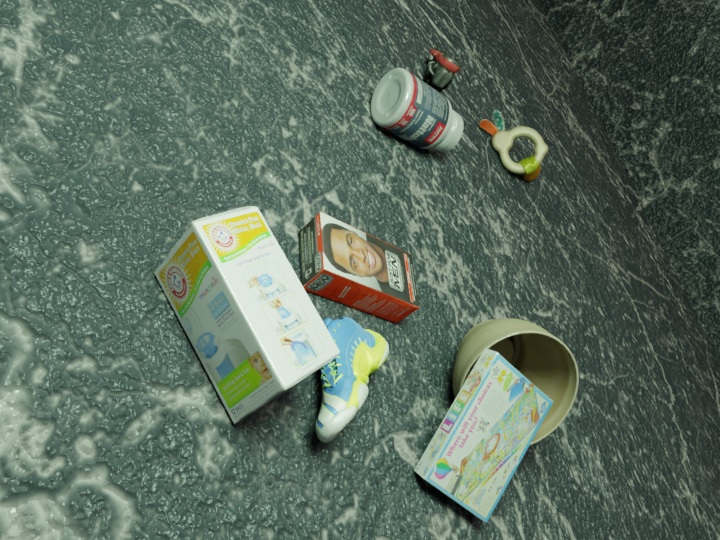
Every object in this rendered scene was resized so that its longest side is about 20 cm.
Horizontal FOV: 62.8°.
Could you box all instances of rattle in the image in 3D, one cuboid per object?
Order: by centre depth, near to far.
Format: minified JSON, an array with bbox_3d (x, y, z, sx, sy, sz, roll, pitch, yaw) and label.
[{"bbox_3d":[0.426,-0.351,1.658,0.197,0.133,0.142,34,22,16],"label":"rattle"}]

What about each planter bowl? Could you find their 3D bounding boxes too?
[{"bbox_3d":[0.233,0.162,0.960,0.199,0.201,0.135,38,11,-21],"label":"planter bowl"}]

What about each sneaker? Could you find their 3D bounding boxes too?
[{"bbox_3d":[-0.035,0.130,0.772,0.104,0.076,0.200,40,30,0],"label":"sneaker"},{"bbox_3d":[0.199,-0.516,1.525,0.069,0.100,0.202,26,21,-15],"label":"sneaker"}]

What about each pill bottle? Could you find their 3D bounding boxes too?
[{"bbox_3d":[0.127,-0.331,1.256,0.196,0.119,0.123,17,50,-39],"label":"pill bottle"}]

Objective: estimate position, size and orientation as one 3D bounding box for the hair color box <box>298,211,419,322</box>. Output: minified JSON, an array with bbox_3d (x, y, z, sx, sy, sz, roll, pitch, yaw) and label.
[{"bbox_3d":[0.000,0.000,0.908,0.196,0.061,0.104,21,49,-37],"label":"hair color box"}]

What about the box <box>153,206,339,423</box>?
[{"bbox_3d":[-0.132,0.047,0.678,0.100,0.112,0.204,-23,80,-51],"label":"box"}]

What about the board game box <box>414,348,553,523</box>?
[{"bbox_3d":[0.181,0.238,0.853,0.133,0.034,0.203,38,80,-21],"label":"board game box"}]
